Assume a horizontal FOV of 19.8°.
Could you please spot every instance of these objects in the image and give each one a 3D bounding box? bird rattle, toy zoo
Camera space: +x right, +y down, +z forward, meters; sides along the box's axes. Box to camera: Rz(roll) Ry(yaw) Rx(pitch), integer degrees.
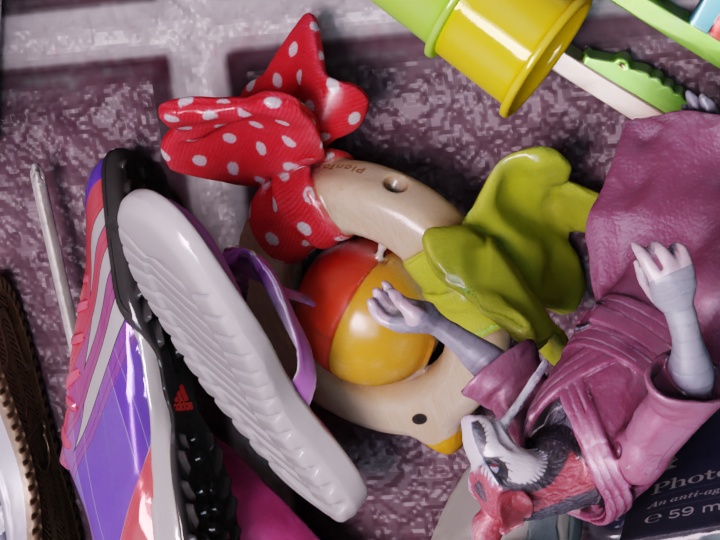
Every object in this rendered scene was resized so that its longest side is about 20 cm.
[{"bbox_3d":[0.000,0.000,0.874,0.198,0.113,0.164,20,128,8],"label":"bird rattle"},{"bbox_3d":[0.167,-0.141,0.825,0.131,0.020,0.201,32,112,1],"label":"toy zoo"}]

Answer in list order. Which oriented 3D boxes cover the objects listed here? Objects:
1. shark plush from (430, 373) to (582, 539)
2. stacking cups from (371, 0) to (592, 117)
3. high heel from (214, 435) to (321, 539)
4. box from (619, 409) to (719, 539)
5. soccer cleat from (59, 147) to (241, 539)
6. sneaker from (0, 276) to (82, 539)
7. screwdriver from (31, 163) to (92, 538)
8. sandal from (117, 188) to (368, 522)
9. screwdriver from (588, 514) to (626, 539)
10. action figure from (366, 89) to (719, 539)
[{"bbox_3d":[0.071,0.112,0.857,0.083,0.201,0.091,43,134,-19],"label":"shark plush"},{"bbox_3d":[-0.001,-0.146,0.830,0.200,0.060,0.061,39,113,6],"label":"stacking cups"},{"bbox_3d":[0.001,0.133,0.949,0.198,0.067,0.097,10,71,-1],"label":"high heel"},{"bbox_3d":[0.215,0.099,0.801,0.198,0.198,0.124,-12,104,17],"label":"box"},{"bbox_3d":[-0.105,0.048,0.901,0.073,0.068,0.202,-13,82,22],"label":"soccer cleat"},{"bbox_3d":[-0.197,0.107,0.965,0.107,0.070,0.202,-9,100,10],"label":"sneaker"},{"bbox_3d":[-0.131,0.050,0.945,0.029,0.028,0.202,-20,109,-16],"label":"screwdriver"},{"bbox_3d":[-0.043,0.027,0.857,0.082,0.050,0.203,31,158,39],"label":"sandal"},{"bbox_3d":[0.133,0.157,0.881,0.028,0.029,0.201,-37,134,-8],"label":"screwdriver"},{"bbox_3d":[0.102,0.033,0.763,0.133,0.200,0.149,10,145,52],"label":"action figure"}]
